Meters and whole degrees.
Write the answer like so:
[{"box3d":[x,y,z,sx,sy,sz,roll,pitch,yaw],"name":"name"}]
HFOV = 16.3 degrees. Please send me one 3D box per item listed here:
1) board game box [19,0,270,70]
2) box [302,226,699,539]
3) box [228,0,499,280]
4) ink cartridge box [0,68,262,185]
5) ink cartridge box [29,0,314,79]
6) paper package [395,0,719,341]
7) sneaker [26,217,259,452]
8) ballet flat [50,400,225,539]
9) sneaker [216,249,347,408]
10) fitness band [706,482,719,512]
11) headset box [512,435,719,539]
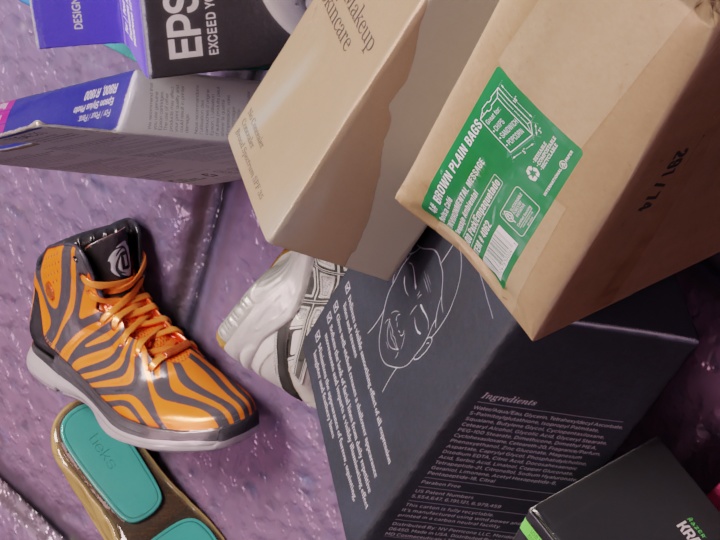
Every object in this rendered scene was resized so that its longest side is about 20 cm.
[{"box3d":[-0.127,-0.166,1.408,0.199,0.152,0.045,28,110,34],"name":"board game box"},{"box3d":[0.065,0.037,1.293,0.200,0.106,0.149,-58,33,40],"name":"box"},{"box3d":[0.023,-0.104,1.219,0.201,0.077,0.095,-57,34,26],"name":"box"},{"box3d":[-0.126,-0.080,1.383,0.196,0.199,0.044,-5,82,58],"name":"ink cartridge box"},{"box3d":[-0.070,-0.186,1.220,0.044,0.198,0.199,-101,6,-48],"name":"ink cartridge box"},{"box3d":[0.138,-0.092,1.153,0.104,0.190,0.201,47,133,21],"name":"paper package"},{"box3d":[-0.142,0.036,1.555,0.199,0.077,0.113,22,121,37],"name":"sneaker"},{"box3d":[-0.132,0.171,1.621,0.201,0.068,0.063,57,163,15],"name":"ballet flat"},{"box3d":[0.000,0.000,1.422,0.088,0.076,0.200,40,133,2],"name":"sneaker"},{"box3d":[0.232,0.160,1.268,0.144,0.037,0.200,55,136,14],"name":"fitness band"},{"box3d":[0.147,0.210,1.282,0.174,0.092,0.200,53,148,21],"name":"headset box"}]
